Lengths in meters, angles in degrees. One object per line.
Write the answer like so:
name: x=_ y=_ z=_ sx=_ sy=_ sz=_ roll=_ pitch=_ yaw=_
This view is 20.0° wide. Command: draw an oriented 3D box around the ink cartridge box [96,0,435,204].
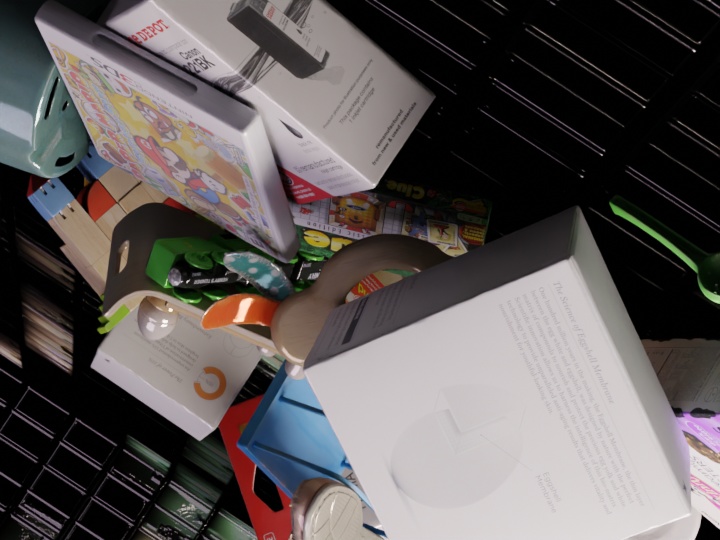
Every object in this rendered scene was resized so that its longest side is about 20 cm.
ink cartridge box: x=-0.070 y=-0.142 z=1.390 sx=0.200 sy=0.084 sz=0.144 roll=40 pitch=163 yaw=-16

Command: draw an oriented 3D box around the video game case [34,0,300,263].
video game case: x=-0.133 y=-0.095 z=1.448 sx=0.181 sy=0.023 sz=0.200 roll=30 pitch=162 yaw=19

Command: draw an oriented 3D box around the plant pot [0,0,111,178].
plant pot: x=-0.288 y=-0.175 z=1.540 sx=0.195 sy=0.201 sz=0.200 roll=23 pitch=163 yaw=12

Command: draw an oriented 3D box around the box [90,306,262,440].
box: x=-0.133 y=0.031 z=1.811 sx=0.124 sy=0.201 sz=0.097 roll=34 pitch=164 yaw=-4

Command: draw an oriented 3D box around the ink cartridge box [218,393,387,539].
ink cartridge box: x=-0.032 y=0.175 z=1.934 sx=0.045 sy=0.175 sz=0.201 roll=81 pitch=169 yaw=-56

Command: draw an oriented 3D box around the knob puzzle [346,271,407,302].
knob puzzle: x=0.000 y=0.000 z=1.664 sx=0.219 sy=0.030 sz=0.221 roll=41 pitch=142 yaw=41

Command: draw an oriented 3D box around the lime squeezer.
lime squeezer: x=0.244 y=-0.009 z=1.286 sx=0.199 sy=0.038 sz=0.071 roll=13 pitch=124 yaw=53

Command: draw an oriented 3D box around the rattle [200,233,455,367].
rattle: x=-0.011 y=0.026 z=1.527 sx=0.198 sy=0.131 sz=0.143 roll=0 pitch=-159 yaw=4

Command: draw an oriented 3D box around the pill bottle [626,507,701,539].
pill bottle: x=0.222 y=0.220 z=1.838 sx=0.114 sy=0.115 sz=0.200 roll=34 pitch=164 yaw=-3

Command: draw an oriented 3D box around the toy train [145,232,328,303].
toy train: x=-0.087 y=-0.006 z=1.581 sx=0.056 sy=0.042 sz=0.199 roll=33 pitch=-158 yaw=31

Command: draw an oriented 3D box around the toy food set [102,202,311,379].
toy food set: x=-0.105 y=0.032 z=1.607 sx=0.199 sy=0.061 sz=0.144 roll=25 pitch=-155 yaw=-15

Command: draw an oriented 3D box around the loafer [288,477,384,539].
loafer: x=-0.032 y=0.220 z=1.717 sx=0.063 sy=0.072 sz=0.200 roll=26 pitch=165 yaw=25

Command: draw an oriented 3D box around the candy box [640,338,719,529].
candy box: x=0.284 y=0.125 z=1.514 sx=0.167 sy=0.072 sz=0.200 roll=39 pitch=163 yaw=-17

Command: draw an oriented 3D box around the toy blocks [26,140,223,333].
toy blocks: x=-0.186 y=-0.064 z=1.705 sx=0.137 sy=0.200 sz=0.100 roll=51 pitch=160 yaw=-9

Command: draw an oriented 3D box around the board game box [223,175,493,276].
board game box: x=-0.004 y=-0.040 z=1.532 sx=0.198 sy=0.024 sz=0.105 roll=13 pitch=151 yaw=4

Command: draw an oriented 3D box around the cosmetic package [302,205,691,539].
cosmetic package: x=0.099 y=0.094 z=1.399 sx=0.200 sy=0.199 sz=0.123 roll=64 pitch=-163 yaw=-13

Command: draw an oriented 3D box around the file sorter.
file sorter: x=0.015 y=0.115 z=1.783 sx=0.122 sy=0.201 sz=0.139 roll=16 pitch=158 yaw=36
